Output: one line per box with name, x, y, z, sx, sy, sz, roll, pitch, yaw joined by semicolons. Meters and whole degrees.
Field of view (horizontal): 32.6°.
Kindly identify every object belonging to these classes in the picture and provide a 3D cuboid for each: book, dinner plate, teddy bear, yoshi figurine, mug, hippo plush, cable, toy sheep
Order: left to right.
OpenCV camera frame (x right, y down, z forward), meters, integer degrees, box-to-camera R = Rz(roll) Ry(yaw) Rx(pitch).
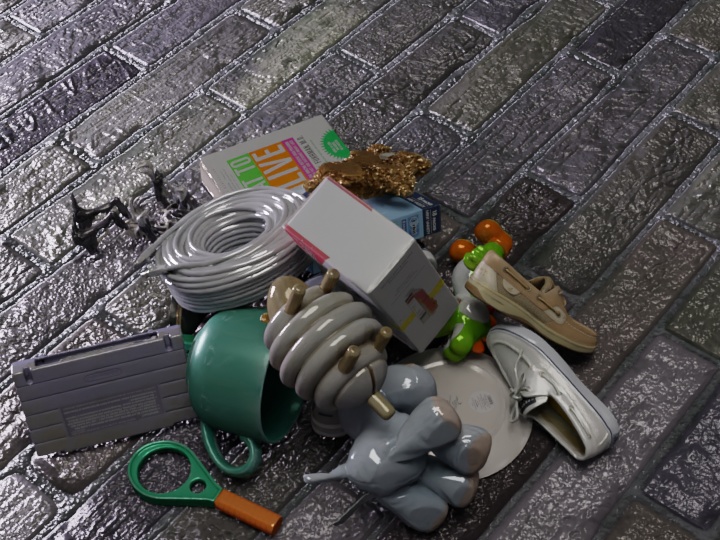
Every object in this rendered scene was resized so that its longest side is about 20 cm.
cable;-0.148;-0.027;1.495;0.200;0.069;0.200;4;37;31
mug;-0.143;0.129;1.449;0.114;0.152;0.185;12;47;19
book;-0.111;-0.137;1.760;0.200;0.048;0.134;-24;56;-20
toy sheep;-0.032;0.084;1.338;0.138;0.138;0.200;-30;68;-23
teddy bear;0.012;-0.120;1.627;0.145;0.067;0.200;9;21;15
hippo plush;0.040;0.197;1.406;0.200;0.159;0.161;-27;32;1
dinner plate;0.110;0.167;1.494;0.200;0.024;0.200;0;49;0
yoshi figurine;0.122;0.021;1.564;0.112;0.113;0.200;1;45;21

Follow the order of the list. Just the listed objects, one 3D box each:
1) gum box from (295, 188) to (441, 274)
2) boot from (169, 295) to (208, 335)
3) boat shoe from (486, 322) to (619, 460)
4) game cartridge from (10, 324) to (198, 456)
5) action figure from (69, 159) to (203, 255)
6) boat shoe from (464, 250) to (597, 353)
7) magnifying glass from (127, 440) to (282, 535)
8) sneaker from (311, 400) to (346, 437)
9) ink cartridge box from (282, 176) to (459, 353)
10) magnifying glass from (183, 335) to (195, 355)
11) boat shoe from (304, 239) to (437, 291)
gum box;-0.022;-0.069;1.637;0.200;0.045;0.170;-20;30;-27
boot;-0.158;0.021;1.594;0.138;0.078;0.200;13;46;7
boat shoe;0.208;0.150;1.462;0.086;0.075;0.202;-28;65;-35
game cartridge;-0.299;0.144;1.459;0.200;0.130;0.038;-13;35;-9
action figure;-0.294;-0.083;1.677;0.200;0.102;0.119;-9;35;-3
boat shoe;0.223;0.041;1.508;0.065;0.200;0.071;-59;27;6
magnifying glass;-0.182;0.256;1.427;0.200;0.022;0.080;22;53;19
sneaker;-0.014;0.105;1.513;0.075;0.082;0.200;5;49;7
ink cartridge box;0.017;-0.003;1.436;0.145;0.200;0.083;37;83;29
magnifying glass;-0.205;0.099;1.530;0.200;0.080;0.022;-18;46;-27
boat shoe;0.000;0.000;1.612;0.200;0.072;0.068;-19;51;-18
